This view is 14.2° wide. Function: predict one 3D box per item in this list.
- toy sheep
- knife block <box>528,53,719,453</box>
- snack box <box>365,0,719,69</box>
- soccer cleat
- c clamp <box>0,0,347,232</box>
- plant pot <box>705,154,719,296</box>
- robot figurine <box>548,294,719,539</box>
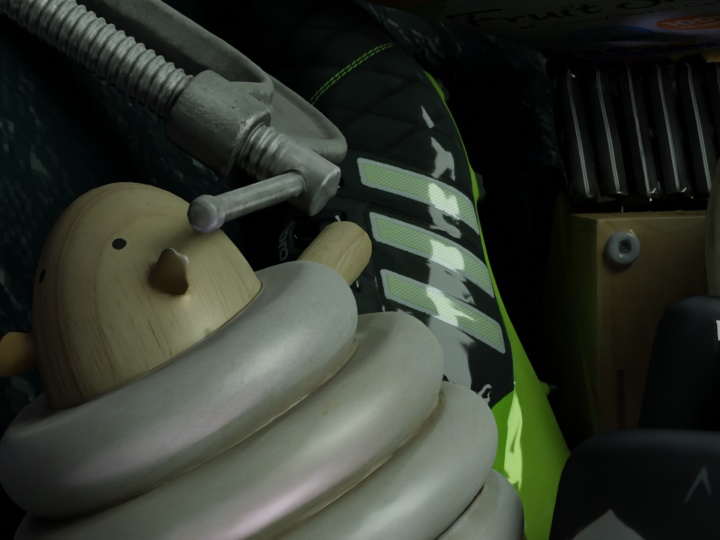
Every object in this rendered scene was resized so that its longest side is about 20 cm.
[{"bbox_3d":[-0.019,0.069,0.710,0.200,0.138,0.138,58,33,-7],"label":"toy sheep"},{"bbox_3d":[0.093,0.028,0.929,0.176,0.064,0.201,-160,-111,-86],"label":"knife block"},{"bbox_3d":[0.099,-0.105,0.906,0.200,0.142,0.053,8,78,-56],"label":"snack box"},{"bbox_3d":[0.000,0.000,0.853,0.081,0.068,0.201,-8,66,-40],"label":"soccer cleat"},{"bbox_3d":[-0.078,-0.072,0.767,0.200,0.027,0.171,34,13,17],"label":"c clamp"},{"bbox_3d":[0.200,-0.010,0.797,0.179,0.200,0.201,-6,64,-45],"label":"plant pot"},{"bbox_3d":[0.097,0.108,0.682,0.150,0.124,0.201,72,28,-80],"label":"robot figurine"}]
